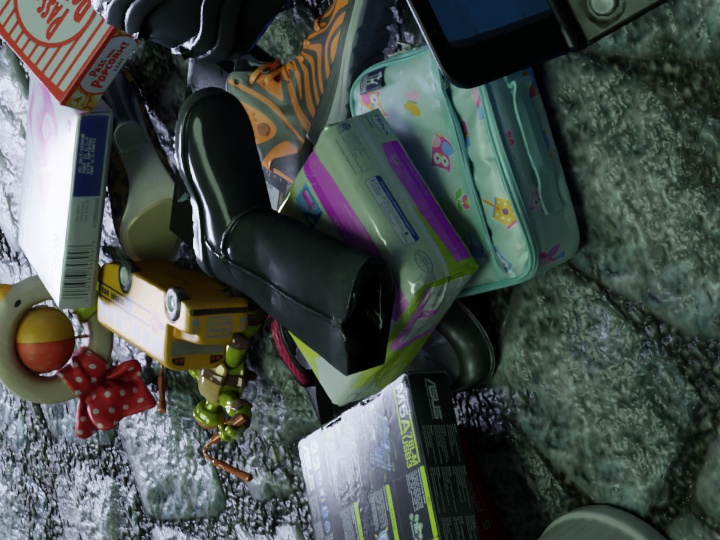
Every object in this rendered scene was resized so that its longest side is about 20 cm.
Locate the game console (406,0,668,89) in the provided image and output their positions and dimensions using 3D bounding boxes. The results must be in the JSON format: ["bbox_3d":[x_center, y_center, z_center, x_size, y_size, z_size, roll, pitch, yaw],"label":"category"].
[{"bbox_3d":[0.108,-0.245,1.364,0.170,0.118,0.201,-28,84,26],"label":"game console"}]

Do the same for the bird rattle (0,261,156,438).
[{"bbox_3d":[-0.293,0.071,2.066,0.113,0.162,0.202,-144,53,-61],"label":"bird rattle"}]

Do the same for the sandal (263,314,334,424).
[{"bbox_3d":[-0.056,0.067,1.789,0.201,0.045,0.075,83,168,-48],"label":"sandal"}]

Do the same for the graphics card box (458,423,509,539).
[{"bbox_3d":[0.042,0.218,1.788,0.200,0.051,0.126,-30,82,53],"label":"graphics card box"}]

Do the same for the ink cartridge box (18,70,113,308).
[{"bbox_3d":[-0.290,-0.095,1.963,0.200,0.043,0.198,44,132,53],"label":"ink cartridge box"}]

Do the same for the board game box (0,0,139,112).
[{"bbox_3d":[-0.237,-0.266,1.831,0.152,0.046,0.200,46,109,27],"label":"board game box"}]

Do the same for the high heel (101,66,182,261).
[{"bbox_3d":[-0.216,-0.099,1.973,0.143,0.071,0.201,-118,15,-50],"label":"high heel"}]

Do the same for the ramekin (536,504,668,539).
[{"bbox_3d":[0.181,0.293,1.611,0.202,0.094,0.204,28,128,42],"label":"ramekin"}]

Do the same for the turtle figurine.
[{"bbox_3d":[-0.124,0.091,1.924,0.200,0.064,0.162,48,132,49],"label":"turtle figurine"}]

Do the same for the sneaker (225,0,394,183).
[{"bbox_3d":[-0.046,-0.165,1.639,0.111,0.077,0.201,23,110,18],"label":"sneaker"}]

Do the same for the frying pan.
[{"bbox_3d":[0.035,0.065,1.713,0.115,0.031,0.189,52,143,-14],"label":"frying pan"}]

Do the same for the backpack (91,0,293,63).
[{"bbox_3d":[-0.116,-0.269,1.647,0.161,0.169,0.200,23,146,-9],"label":"backpack"}]

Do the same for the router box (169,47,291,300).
[{"bbox_3d":[-0.092,-0.083,1.807,0.157,0.052,0.201,40,135,33],"label":"router box"}]

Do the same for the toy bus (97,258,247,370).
[{"bbox_3d":[-0.172,0.037,1.873,0.200,0.065,0.079,25,113,57],"label":"toy bus"}]

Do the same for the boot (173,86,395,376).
[{"bbox_3d":[-0.055,-0.031,1.530,0.200,0.065,0.166,35,143,47],"label":"boot"}]

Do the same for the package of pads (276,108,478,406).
[{"bbox_3d":[0.000,-0.003,1.589,0.155,0.068,0.200,58,147,17],"label":"package of pads"}]

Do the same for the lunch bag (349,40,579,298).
[{"bbox_3d":[0.079,-0.084,1.565,0.160,0.077,0.201,-12,99,54],"label":"lunch bag"}]

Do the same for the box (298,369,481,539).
[{"bbox_3d":[0.025,0.205,1.700,0.193,0.047,0.202,-35,60,50],"label":"box"}]
